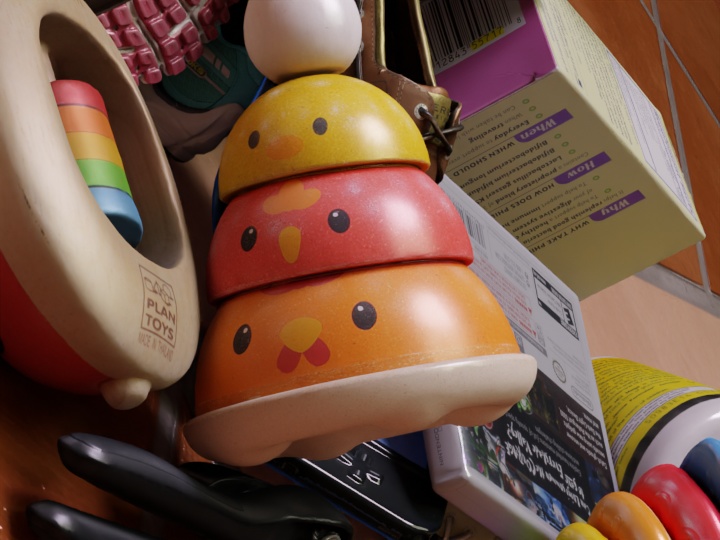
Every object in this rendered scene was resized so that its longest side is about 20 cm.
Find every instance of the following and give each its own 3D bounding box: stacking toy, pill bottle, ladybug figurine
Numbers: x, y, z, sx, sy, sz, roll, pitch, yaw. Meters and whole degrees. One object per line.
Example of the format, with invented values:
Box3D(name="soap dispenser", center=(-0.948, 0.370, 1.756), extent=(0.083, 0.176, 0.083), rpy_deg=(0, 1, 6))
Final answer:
Box3D(name="stacking toy", center=(-0.016, -0.027, 1.036), extent=(0.146, 0.145, 0.201), rpy_deg=(8, 69, -69))
Box3D(name="pill bottle", center=(0.152, 0.109, 1.402), extent=(0.113, 0.112, 0.200), rpy_deg=(55, -15, -22))
Box3D(name="stacking toy", center=(0.093, 0.162, 1.163), extent=(0.116, 0.199, 0.110), rpy_deg=(99, -30, -63))
Box3D(name="ladybug figurine", center=(-0.124, -0.030, 0.999), extent=(0.136, 0.072, 0.201), rpy_deg=(38, 28, -55))

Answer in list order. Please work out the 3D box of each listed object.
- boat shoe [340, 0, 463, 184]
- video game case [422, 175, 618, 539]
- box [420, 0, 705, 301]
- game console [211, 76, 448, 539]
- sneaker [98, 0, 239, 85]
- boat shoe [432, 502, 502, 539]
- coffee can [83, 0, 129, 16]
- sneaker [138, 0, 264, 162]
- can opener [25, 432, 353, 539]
Box3D(name="boat shoe", center=(0.009, -0.066, 1.149), extent=(0.072, 0.068, 0.201), rpy_deg=(16, 56, -65))
Box3D(name="video game case", center=(0.074, 0.056, 1.250), extent=(0.200, 0.023, 0.183), rpy_deg=(39, 35, -52))
Box3D(name="box", center=(0.066, -0.059, 1.413), extent=(0.200, 0.175, 0.097), rpy_deg=(41, 27, -49))
Box3D(name="game console", center=(0.000, 0.000, 1.182), extent=(0.170, 0.119, 0.200), rpy_deg=(31, 30, -6))
Box3D(name="sneaker", center=(-0.089, -0.150, 1.200), extent=(0.200, 0.074, 0.081), rpy_deg=(-36, 131, -39))
Box3D(name="boat shoe", center=(0.037, 0.116, 1.274), extent=(0.200, 0.072, 0.062), rpy_deg=(52, 31, 0))
Box3D(name="coffee can", center=(-0.153, -0.223, 1.083), extent=(0.146, 0.146, 0.201), rpy_deg=(42, 25, -47))
Box3D(name="sneaker", center=(-0.076, -0.136, 1.285), extent=(0.078, 0.079, 0.201), rpy_deg=(46, 22, -41))
Box3D(name="can opener", center=(-0.067, 0.107, 1.004), extent=(0.200, 0.078, 0.064), rpy_deg=(22, 82, -60))
